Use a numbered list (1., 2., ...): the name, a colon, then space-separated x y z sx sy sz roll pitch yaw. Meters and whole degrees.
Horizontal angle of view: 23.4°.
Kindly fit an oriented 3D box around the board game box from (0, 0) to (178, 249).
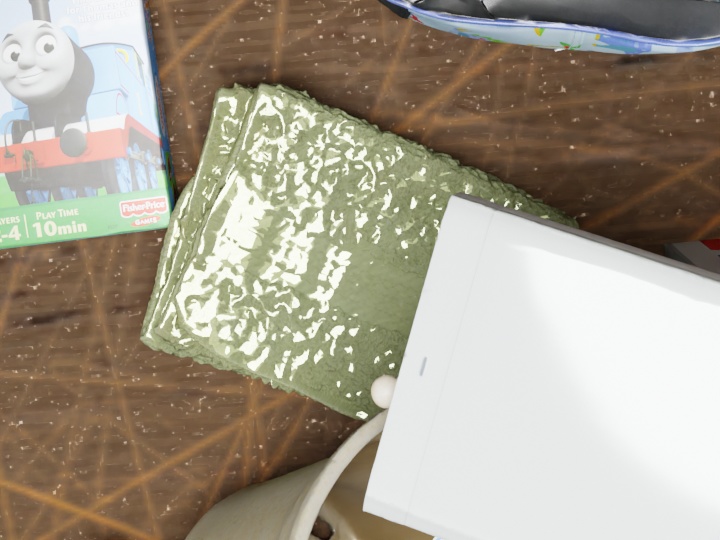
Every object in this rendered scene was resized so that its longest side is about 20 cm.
1. board game box: -0.179 -0.113 0.874 0.150 0.037 0.202 -7 98 2

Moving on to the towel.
1. towel: 0.000 0.000 0.879 0.198 0.036 0.150 20 97 -9

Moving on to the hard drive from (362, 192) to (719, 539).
1. hard drive: 0.111 0.063 0.668 0.198 0.026 0.133 19 102 14

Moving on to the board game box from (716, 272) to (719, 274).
1. board game box: 0.151 0.106 0.708 0.198 0.026 0.202 -18 95 18

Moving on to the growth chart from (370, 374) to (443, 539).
1. growth chart: 0.097 0.111 0.701 0.144 0.018 0.201 -27 90 17

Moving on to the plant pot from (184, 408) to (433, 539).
1. plant pot: 0.005 0.163 0.819 0.199 0.183 0.203 6 79 -31

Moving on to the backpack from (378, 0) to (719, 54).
1. backpack: 0.108 -0.192 0.802 0.198 0.147 0.185 10 97 3

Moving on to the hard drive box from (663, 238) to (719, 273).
1. hard drive box: 0.232 0.031 0.806 0.154 0.200 0.078 -6 98 1
